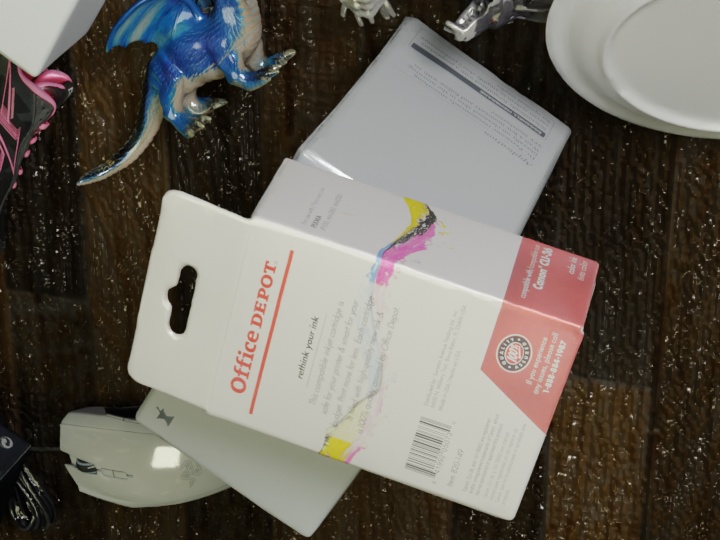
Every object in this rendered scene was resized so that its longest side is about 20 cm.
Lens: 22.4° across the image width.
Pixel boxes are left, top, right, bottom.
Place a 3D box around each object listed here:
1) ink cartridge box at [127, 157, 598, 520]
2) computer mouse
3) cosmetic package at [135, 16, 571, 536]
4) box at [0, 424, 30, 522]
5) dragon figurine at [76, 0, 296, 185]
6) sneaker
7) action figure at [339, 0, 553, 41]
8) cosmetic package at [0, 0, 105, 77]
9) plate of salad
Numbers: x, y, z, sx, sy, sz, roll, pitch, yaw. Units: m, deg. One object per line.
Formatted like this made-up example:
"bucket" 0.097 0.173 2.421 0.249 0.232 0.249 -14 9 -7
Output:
"ink cartridge box" -0.001 0.025 0.860 0.198 0.068 0.117 19 121 4
"computer mouse" -0.169 0.125 1.220 0.198 0.044 0.111 -5 112 22
"cosmetic package" 0.000 0.000 1.004 0.123 0.200 0.200 35 122 0
"box" -0.352 0.152 1.233 0.198 0.123 0.201 33 133 4
"dragon figurine" -0.107 -0.135 1.058 0.199 0.059 0.100 -31 102 29
"sneaker" -0.222 -0.090 1.119 0.095 0.079 0.201 -9 132 -14
"action figure" 0.022 -0.174 0.962 0.200 0.119 0.102 38 88 5
"cosmetic package" -0.152 -0.211 0.930 0.101 0.074 0.200 36 124 -2
"plate of salad" 0.193 -0.126 0.923 0.198 0.048 0.200 4 154 2
